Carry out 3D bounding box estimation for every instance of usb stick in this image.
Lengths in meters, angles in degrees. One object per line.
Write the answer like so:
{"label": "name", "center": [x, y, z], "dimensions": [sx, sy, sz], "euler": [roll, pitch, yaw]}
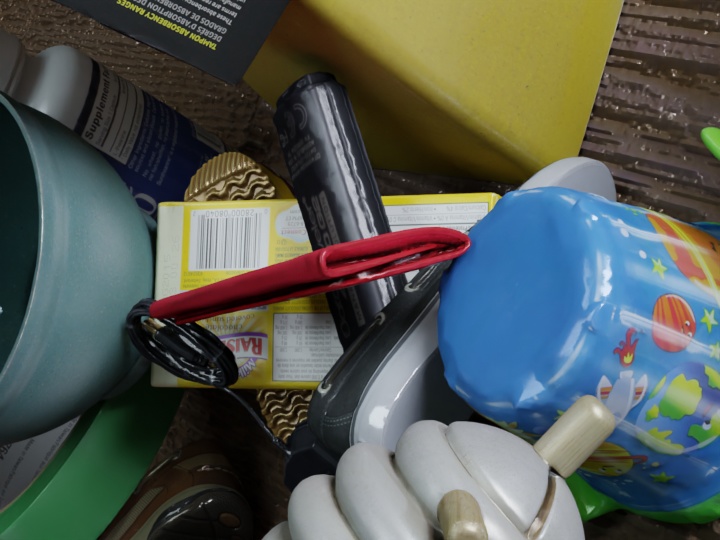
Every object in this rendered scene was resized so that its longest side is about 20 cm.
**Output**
{"label": "usb stick", "center": [0.000, 0.000, 0.749], "dimensions": [0.055, 0.032, 0.203], "euler": [-33, 72, 56]}

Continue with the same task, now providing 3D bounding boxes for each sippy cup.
{"label": "sippy cup", "center": [0.106, 0.029, 0.634], "dimensions": [0.139, 0.129, 0.180], "euler": [2, 75, 51]}

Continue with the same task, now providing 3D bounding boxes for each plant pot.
{"label": "plant pot", "center": [-0.192, 0.007, 0.845], "dimensions": [0.198, 0.133, 0.203], "euler": [-10, 74, 39]}
{"label": "plant pot", "center": [0.015, -0.176, 0.804], "dimensions": [0.199, 0.175, 0.203], "euler": [11, 81, 52]}

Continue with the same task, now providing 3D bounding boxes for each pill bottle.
{"label": "pill bottle", "center": [-0.177, -0.074, 0.959], "dimensions": [0.111, 0.199, 0.112], "euler": [-37, 36, 34]}

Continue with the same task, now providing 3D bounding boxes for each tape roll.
{"label": "tape roll", "center": [-0.192, 0.114, 0.966], "dimensions": [0.200, 0.048, 0.201], "euler": [-42, 23, 22]}

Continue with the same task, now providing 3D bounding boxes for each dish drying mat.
{"label": "dish drying mat", "center": [-0.031, 0.005, 0.685], "dimensions": [0.199, 0.076, 0.018], "euler": [-15, 90, 61]}

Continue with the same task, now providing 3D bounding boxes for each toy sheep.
{"label": "toy sheep", "center": [0.023, 0.124, 0.559], "dimensions": [0.199, 0.138, 0.138], "euler": [-40, 43, 4]}

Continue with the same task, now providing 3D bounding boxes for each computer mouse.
{"label": "computer mouse", "center": [-0.041, 0.079, 0.781], "dimensions": [0.034, 0.200, 0.059], "euler": [-46, -5, -40]}

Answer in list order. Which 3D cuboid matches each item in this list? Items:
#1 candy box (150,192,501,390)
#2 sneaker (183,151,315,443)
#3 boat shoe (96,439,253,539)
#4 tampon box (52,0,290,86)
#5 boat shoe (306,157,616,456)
{"label": "candy box", "center": [-0.020, 0.013, 0.794], "dimensions": [0.197, 0.026, 0.104], "euler": [0, 86, 21]}
{"label": "sneaker", "center": [-0.030, 0.026, 0.860], "dimensions": [0.074, 0.090, 0.202], "euler": [-26, 76, 16]}
{"label": "boat shoe", "center": [-0.139, 0.180, 0.917], "dimensions": [0.200, 0.075, 0.074], "euler": [-41, 38, 22]}
{"label": "tampon box", "center": [-0.076, -0.222, 0.690], "dimensions": [0.201, 0.125, 0.150], "euler": [-54, 40, 19]}
{"label": "boat shoe", "center": [0.049, 0.013, 0.699], "dimensions": [0.056, 0.069, 0.200], "euler": [15, 52, 42]}
